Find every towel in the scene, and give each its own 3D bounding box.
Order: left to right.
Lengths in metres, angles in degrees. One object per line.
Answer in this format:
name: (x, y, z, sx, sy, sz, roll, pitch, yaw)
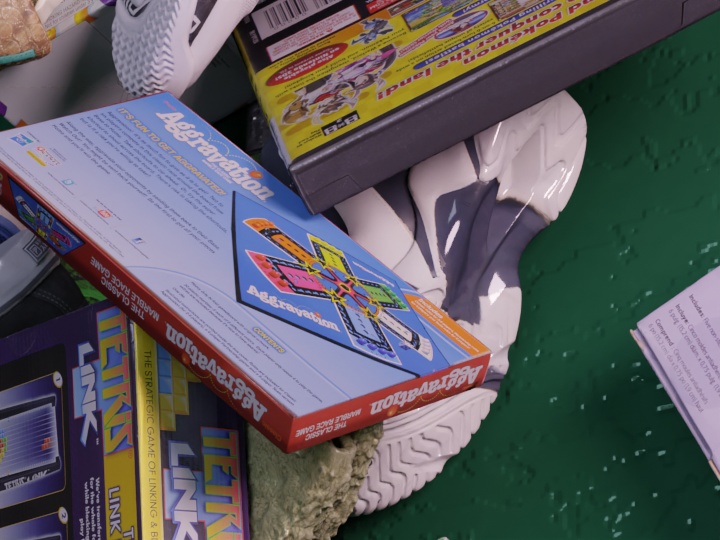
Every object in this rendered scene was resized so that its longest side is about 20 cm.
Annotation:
towel: (-0.063, 0.089, 1.186, 0.201, 0.036, 0.149, -60, 43, 26)

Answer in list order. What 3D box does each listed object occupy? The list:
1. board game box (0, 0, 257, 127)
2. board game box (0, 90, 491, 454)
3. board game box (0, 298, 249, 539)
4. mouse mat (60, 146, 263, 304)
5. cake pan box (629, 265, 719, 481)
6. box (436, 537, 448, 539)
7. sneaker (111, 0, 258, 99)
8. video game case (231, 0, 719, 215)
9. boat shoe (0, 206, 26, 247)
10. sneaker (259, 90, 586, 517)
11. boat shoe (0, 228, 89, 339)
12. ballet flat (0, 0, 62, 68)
board game box: (-0.130, -0.158, 1.376, 0.103, 0.105, 0.201, -28, 52, 15)
board game box: (-0.053, -0.004, 1.131, 0.200, 0.103, 0.020, 39, 130, 34)
board game box: (-0.112, 0.122, 1.169, 0.165, 0.056, 0.202, -18, 70, 47)
mouse mat: (-0.105, 0.031, 1.316, 0.199, 0.008, 0.162, -16, 57, 24)
cake pan box: (0.222, 0.046, 1.081, 0.184, 0.052, 0.201, -38, 50, 10)
box: (-0.006, 0.225, 1.026, 0.199, 0.097, 0.177, -32, 95, 7)
sneaker: (-0.021, -0.149, 1.250, 0.075, 0.114, 0.201, 27, 92, 60)
video game case: (0.049, -0.109, 1.220, 0.199, 0.026, 0.181, -26, 26, 1)
boat shoe: (-0.236, 0.009, 1.374, 0.199, 0.072, 0.073, -26, 38, 17)
sneaker: (0.000, 0.000, 1.228, 0.129, 0.079, 0.200, 15, 81, 46)
boat shoe: (-0.203, 0.058, 1.318, 0.200, 0.057, 0.069, -35, 12, 20)
ballet flat: (-0.143, -0.173, 1.295, 0.065, 0.071, 0.201, 6, 68, 6)
